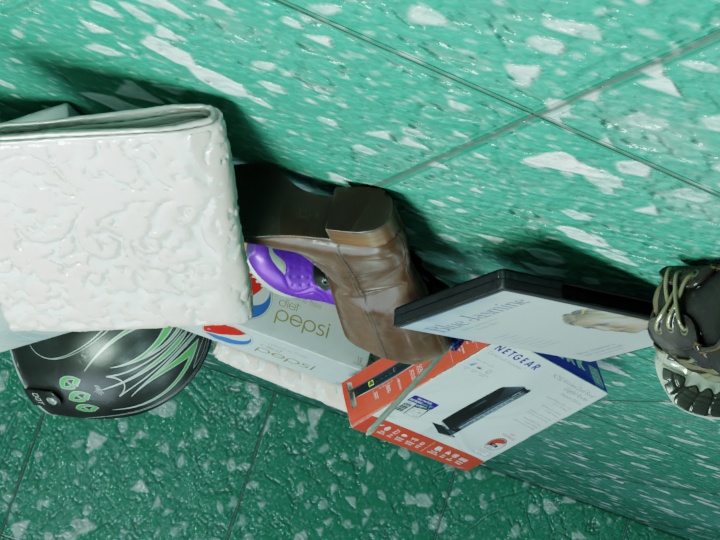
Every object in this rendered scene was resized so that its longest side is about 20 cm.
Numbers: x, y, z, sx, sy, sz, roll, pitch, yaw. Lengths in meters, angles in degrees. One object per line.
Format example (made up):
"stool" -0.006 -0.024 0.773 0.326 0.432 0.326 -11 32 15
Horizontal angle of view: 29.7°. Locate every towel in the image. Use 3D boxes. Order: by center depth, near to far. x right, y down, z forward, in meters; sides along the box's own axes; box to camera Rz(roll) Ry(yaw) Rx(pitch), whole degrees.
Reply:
"towel" -0.177 -0.031 0.954 0.188 0.032 0.201 -3 139 1
"towel" -0.051 0.068 1.401 0.198 0.032 0.192 22 -152 -13

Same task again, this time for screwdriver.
"screwdriver" 0.066 0.072 1.118 0.028 0.200 0.029 50 139 -4

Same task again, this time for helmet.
"helmet" -0.239 0.048 1.362 0.189 0.202 0.200 -17 161 10

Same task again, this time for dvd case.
"dvd case" 0.144 0.037 1.026 0.198 0.018 0.142 11 162 -29

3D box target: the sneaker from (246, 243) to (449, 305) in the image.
"sneaker" 0.000 0.000 1.157 0.199 0.070 0.099 22 162 -34

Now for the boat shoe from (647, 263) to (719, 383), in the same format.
"boat shoe" 0.225 0.034 0.891 0.072 0.075 0.200 17 169 7

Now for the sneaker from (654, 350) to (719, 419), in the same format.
"sneaker" 0.328 0.089 1.064 0.198 0.078 0.085 19 -170 4

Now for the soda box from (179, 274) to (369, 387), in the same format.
"soda box" -0.087 0.043 1.285 0.198 0.064 0.068 21 156 -15

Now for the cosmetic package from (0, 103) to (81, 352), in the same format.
"cosmetic package" -0.283 -0.025 1.130 0.198 0.124 0.199 -17 162 9

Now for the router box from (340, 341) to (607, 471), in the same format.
"router box" 0.110 0.112 1.295 0.179 0.049 0.199 -33 144 25

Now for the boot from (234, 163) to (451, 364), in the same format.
"boot" -0.030 0.003 1.078 0.184 0.065 0.201 11 153 24
